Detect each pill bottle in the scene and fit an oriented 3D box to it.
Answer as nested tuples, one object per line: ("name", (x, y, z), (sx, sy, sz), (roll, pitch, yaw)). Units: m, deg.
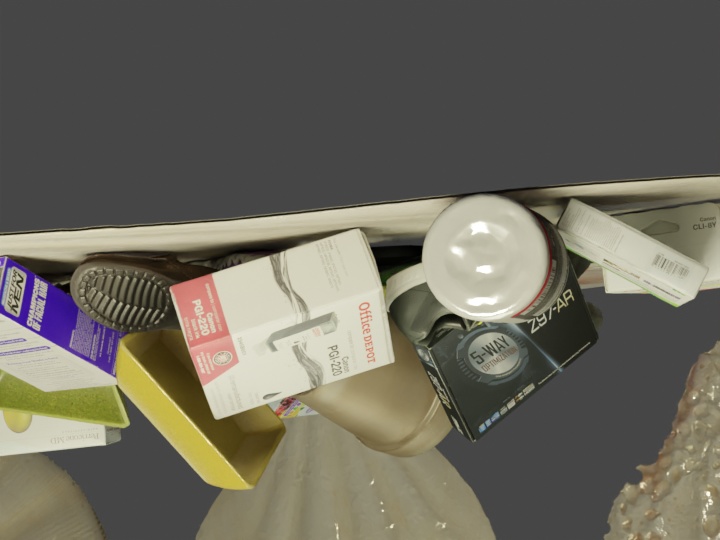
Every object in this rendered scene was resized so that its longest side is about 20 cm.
("pill bottle", (0.130, -0.007, 1.340), (0.110, 0.111, 0.200), (-7, 175, 15))

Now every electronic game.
("electronic game", (0.000, 0.000, 1.738), (0.199, 0.042, 0.200), (-5, 176, 0))

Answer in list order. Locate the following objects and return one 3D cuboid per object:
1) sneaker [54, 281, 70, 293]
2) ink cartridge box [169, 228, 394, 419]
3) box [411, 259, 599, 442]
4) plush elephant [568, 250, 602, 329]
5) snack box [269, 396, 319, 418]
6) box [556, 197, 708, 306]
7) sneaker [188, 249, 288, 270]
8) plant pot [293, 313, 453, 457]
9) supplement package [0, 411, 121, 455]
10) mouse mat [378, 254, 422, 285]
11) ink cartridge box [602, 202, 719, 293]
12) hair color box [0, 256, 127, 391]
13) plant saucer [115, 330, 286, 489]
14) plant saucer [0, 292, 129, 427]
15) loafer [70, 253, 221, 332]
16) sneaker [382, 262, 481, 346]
("sneaker", (-0.339, 0.060, 1.712), (0.071, 0.080, 0.200), (-43, -163, -31))
("ink cartridge box", (-0.074, 0.055, 1.479), (0.200, 0.085, 0.146), (-19, 145, -6))
("box", (0.165, 0.075, 1.667), (0.200, 0.160, 0.044), (-37, -141, -14))
("plush elephant", (0.180, 0.036, 1.816), (0.200, 0.155, 0.165), (-41, 140, -11))
("snack box", (-0.102, 0.093, 1.870), (0.142, 0.200, 0.053), (-2, 139, -47))
("box", (0.262, -0.015, 1.446), (0.144, 0.036, 0.200), (29, 179, 8))
("sneaker", (-0.130, 0.026, 1.615), (0.080, 0.089, 0.200), (0, 173, -38))
("plant pot", (0.002, 0.108, 1.734), (0.173, 0.201, 0.200), (17, 163, -36))
("supplement package", (-0.402, 0.132, 1.911), (0.151, 0.201, 0.151), (-6, 176, -3))
("mouse mat", (0.073, 0.001, 1.686), (0.161, 0.008, 0.200), (-3, 166, -43))
("ink cartridge box", (0.368, -0.022, 1.632), (0.145, 0.084, 0.200), (-9, 174, 33))
("hair color box", (-0.335, 0.058, 1.482), (0.109, 0.065, 0.200), (-8, 154, 28))
("plant saucer", (-0.176, 0.137, 1.556), (0.048, 0.200, 0.200), (-40, -176, 14))
("plant saucer", (-0.362, 0.085, 1.652), (0.199, 0.048, 0.200), (6, 137, 16))
("loafer", (-0.208, 0.021, 1.505), (0.200, 0.073, 0.071), (13, -156, -36))
("sneaker", (0.122, 0.020, 1.582), (0.200, 0.085, 0.075), (-23, 159, -5))
